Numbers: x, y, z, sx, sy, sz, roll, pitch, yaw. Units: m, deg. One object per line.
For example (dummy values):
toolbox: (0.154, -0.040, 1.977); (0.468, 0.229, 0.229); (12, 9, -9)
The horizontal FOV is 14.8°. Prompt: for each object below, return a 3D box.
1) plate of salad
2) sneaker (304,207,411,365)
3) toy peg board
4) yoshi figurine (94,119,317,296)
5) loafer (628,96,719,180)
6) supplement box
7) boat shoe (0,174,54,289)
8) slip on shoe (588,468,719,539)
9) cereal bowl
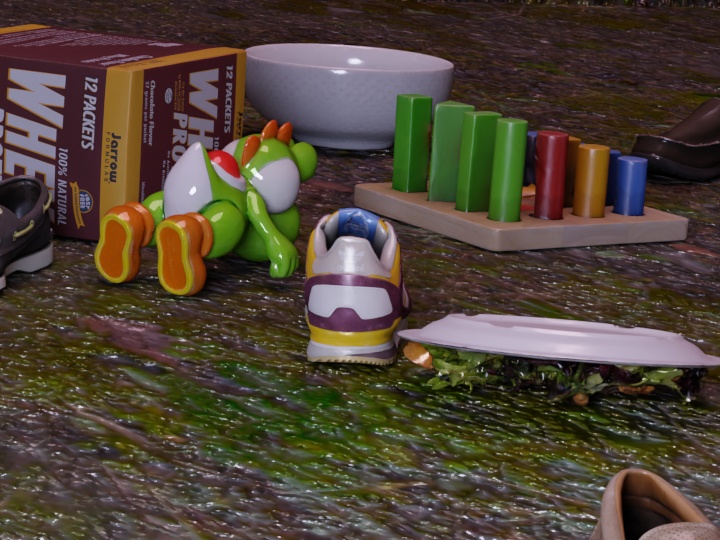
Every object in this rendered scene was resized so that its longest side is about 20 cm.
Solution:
plate of salad: (0.121, 0.056, 1.673); (0.200, 0.048, 0.200); (5, 1, 0)
sneaker: (0.000, 0.000, 1.794); (0.075, 0.090, 0.200); (3, 12, -3)
toy peg board: (0.132, -0.086, 2.257); (0.199, 0.098, 0.200); (-4, 14, -34)
yoshi figurine: (-0.096, -0.030, 1.977); (0.112, 0.112, 0.200); (-38, -3, 40)
loafer: (0.318, -0.127, 2.593); (0.073, 0.071, 0.200); (13, 14, 37)
supplement box: (-0.221, -0.109, 2.152); (0.200, 0.133, 0.197); (8, 12, 22)
boat shoe: (-0.263, -0.023, 1.891); (0.072, 0.061, 0.201); (6, 11, 12)
slip on shoe: (0.139, 0.141, 1.216); (0.076, 0.061, 0.200); (3, 11, -4)
cereal bowl: (-0.014, -0.162, 2.620); (0.200, 0.083, 0.200); (5, 12, -1)
